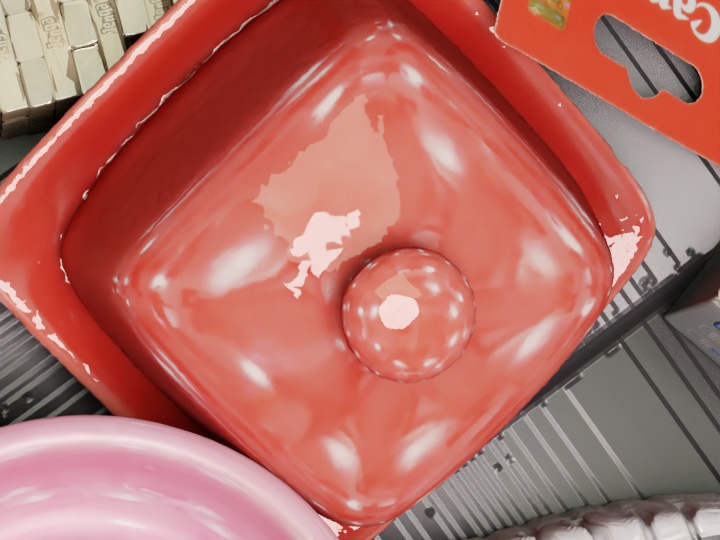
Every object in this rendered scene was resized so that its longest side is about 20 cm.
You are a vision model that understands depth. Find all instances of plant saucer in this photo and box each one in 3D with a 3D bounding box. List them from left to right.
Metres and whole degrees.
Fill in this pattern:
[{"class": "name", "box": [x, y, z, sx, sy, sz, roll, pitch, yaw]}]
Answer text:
[{"class": "plant saucer", "box": [-0.088, 0.147, 0.759, 0.199, 0.051, 0.202, 4, 62, -7]}]

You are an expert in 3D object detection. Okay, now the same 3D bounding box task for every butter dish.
[{"class": "butter dish", "box": [0.000, 0.000, 0.804, 0.200, 0.148, 0.199, -45, 110, -1]}]

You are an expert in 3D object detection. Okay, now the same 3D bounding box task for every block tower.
[{"class": "block tower", "box": [-0.091, -0.089, 0.875, 0.198, 0.054, 0.058, -15, 85, -10]}]

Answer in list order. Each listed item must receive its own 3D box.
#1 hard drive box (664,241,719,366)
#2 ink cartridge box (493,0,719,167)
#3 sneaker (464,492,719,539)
[{"class": "hard drive box", "box": [0.244, 0.021, 0.897, 0.200, 0.077, 0.156, 41, 80, -1]}, {"class": "ink cartridge box", "box": [0.139, -0.152, 0.876, 0.162, 0.057, 0.202, 24, 69, -37]}, {"class": "sneaker", "box": [0.073, 0.150, 0.865, 0.198, 0.078, 0.113, -14, 89, 1]}]
